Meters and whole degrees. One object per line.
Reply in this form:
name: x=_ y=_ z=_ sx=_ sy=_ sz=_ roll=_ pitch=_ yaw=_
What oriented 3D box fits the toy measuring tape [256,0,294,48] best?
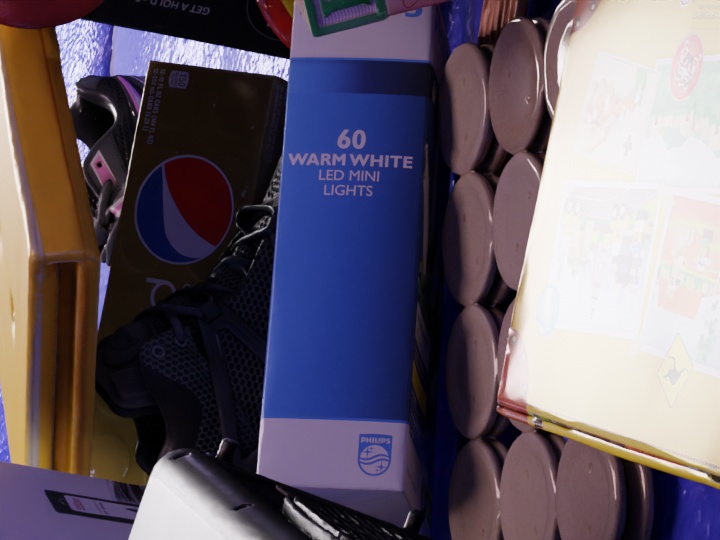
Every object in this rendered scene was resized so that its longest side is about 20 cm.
toy measuring tape: x=-0.030 y=-0.158 z=1.215 sx=0.201 sy=0.073 sz=0.074 roll=58 pitch=158 yaw=-7

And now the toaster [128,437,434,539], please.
toaster: x=0.024 y=0.145 z=0.857 sx=0.119 sy=0.180 sz=0.200 roll=-68 pitch=20 yaw=1

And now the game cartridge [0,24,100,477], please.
game cartridge: x=-0.140 y=-0.015 z=1.235 sx=0.177 sy=0.032 sz=0.201 roll=98 pitch=165 yaw=-45

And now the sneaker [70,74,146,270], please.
sneaker: x=-0.106 y=-0.020 z=1.411 sx=0.201 sy=0.086 sz=0.081 roll=-105 pitch=32 yaw=-45

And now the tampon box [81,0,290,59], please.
tampon box: x=-0.055 y=-0.217 z=1.291 sx=0.127 sy=0.149 sz=0.201 roll=-107 pitch=35 yaw=-48

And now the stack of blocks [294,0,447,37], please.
stack of blocks: x=0.012 y=-0.165 z=1.077 sx=0.200 sy=0.115 sz=0.059 roll=-114 pitch=9 yaw=-60

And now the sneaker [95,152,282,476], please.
sneaker: x=-0.051 y=0.009 z=1.224 sx=0.076 sy=0.114 sz=0.201 roll=14 pitch=91 yaw=67

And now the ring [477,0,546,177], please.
ring: x=0.092 y=-0.102 z=1.043 sx=0.200 sy=0.019 sz=0.202 roll=-168 pitch=90 yaw=-69

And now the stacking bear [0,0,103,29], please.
stacking bear: x=-0.156 y=-0.180 z=1.199 sx=0.201 sy=0.121 sz=0.114 roll=64 pitch=147 yaw=35

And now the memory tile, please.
memory tile: x=0.064 y=0.008 z=1.019 sx=0.153 sy=0.017 sz=0.201 roll=159 pitch=111 yaw=-69

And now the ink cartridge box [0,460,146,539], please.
ink cartridge box: x=-0.110 y=0.167 z=1.174 sx=0.084 sy=0.199 sz=0.147 roll=-121 pitch=46 yaw=-60

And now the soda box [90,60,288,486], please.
soda box: x=-0.072 y=0.011 z=1.303 sx=0.064 sy=0.067 sz=0.201 roll=18 pitch=-99 yaw=-66

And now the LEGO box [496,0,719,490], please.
LEGO box: x=0.124 y=-0.011 z=0.832 sx=0.200 sy=0.077 sz=0.150 roll=-165 pitch=86 yaw=-69

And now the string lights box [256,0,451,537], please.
string lights box: x=0.000 y=0.000 z=1.115 sx=0.103 sy=0.059 sz=0.201 roll=70 pitch=-157 yaw=-71
